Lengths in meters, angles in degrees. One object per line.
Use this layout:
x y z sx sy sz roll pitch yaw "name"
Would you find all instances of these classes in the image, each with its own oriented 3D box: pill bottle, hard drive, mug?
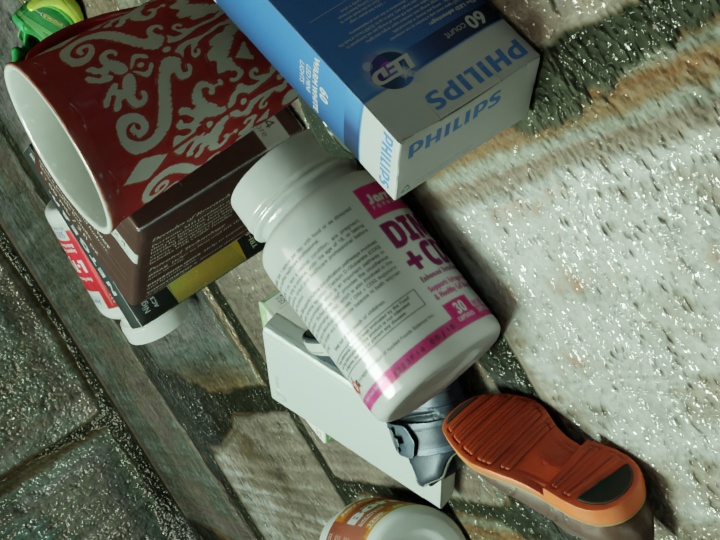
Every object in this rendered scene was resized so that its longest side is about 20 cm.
0.000 0.000 1.054 0.200 0.113 0.113 52 161 13 "pill bottle"
-0.001 0.129 1.323 0.199 0.026 0.132 31 151 21 "hard drive"
0.025 0.289 1.466 0.112 0.112 0.200 58 161 -5 "pill bottle"
-0.291 -0.015 1.764 0.112 0.112 0.201 19 139 61 "pill bottle"
-0.145 -0.151 1.036 0.178 0.200 0.134 52 161 17 "mug"

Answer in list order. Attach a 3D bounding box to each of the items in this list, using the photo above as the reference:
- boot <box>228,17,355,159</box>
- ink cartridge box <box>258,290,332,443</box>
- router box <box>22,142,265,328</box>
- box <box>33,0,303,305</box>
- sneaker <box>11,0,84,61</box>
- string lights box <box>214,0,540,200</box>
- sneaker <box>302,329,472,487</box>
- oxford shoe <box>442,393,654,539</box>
-0.013 -0.155 0.932 0.200 0.068 0.130 56 158 -20 "boot"
-0.022 0.125 1.421 0.200 0.048 0.146 49 160 29 "ink cartridge box"
-0.200 -0.070 1.376 0.201 0.157 0.052 58 162 -7 "router box"
-0.170 -0.103 1.232 0.166 0.164 0.200 53 161 10 "box"
-0.338 -0.233 1.570 0.074 0.083 0.200 47 160 24 "sneaker"
-0.001 -0.147 0.832 0.200 0.103 0.059 50 159 22 "string lights box"
0.029 0.104 1.208 0.202 0.077 0.147 9 127 64 "sneaker"
0.131 0.150 1.043 0.200 0.071 0.073 30 153 53 "oxford shoe"
